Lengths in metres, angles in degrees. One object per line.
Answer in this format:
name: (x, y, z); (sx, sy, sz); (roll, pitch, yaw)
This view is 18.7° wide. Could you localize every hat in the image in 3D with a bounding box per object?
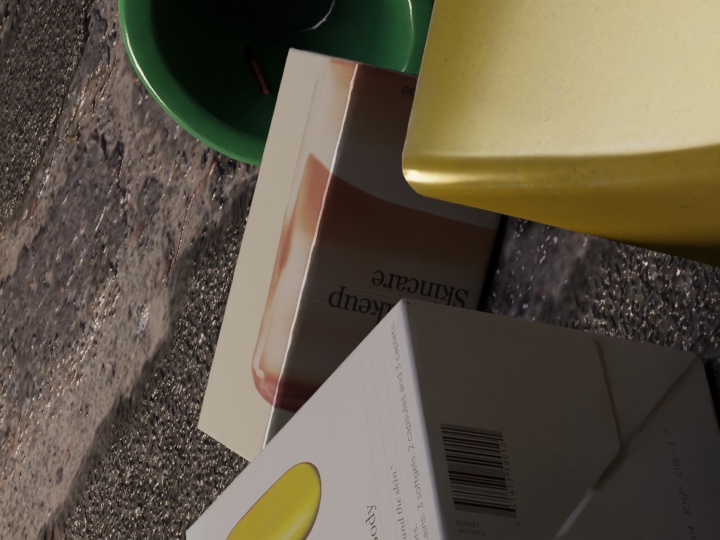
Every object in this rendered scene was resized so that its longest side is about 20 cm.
hat: (-0.050, -0.174, 1.216); (0.165, 0.200, 0.176); (-39, 19, 16)

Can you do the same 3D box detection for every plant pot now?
plant pot: (0.161, -0.099, 0.742); (0.176, 0.199, 0.201); (12, 90, 50)

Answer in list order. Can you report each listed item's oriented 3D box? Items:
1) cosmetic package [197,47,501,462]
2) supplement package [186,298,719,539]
cosmetic package: (0.000, 0.000, 1.085); (0.087, 0.103, 0.201); (23, 102, 63)
supplement package: (0.041, 0.137, 0.900); (0.200, 0.150, 0.152); (-48, 41, 44)
